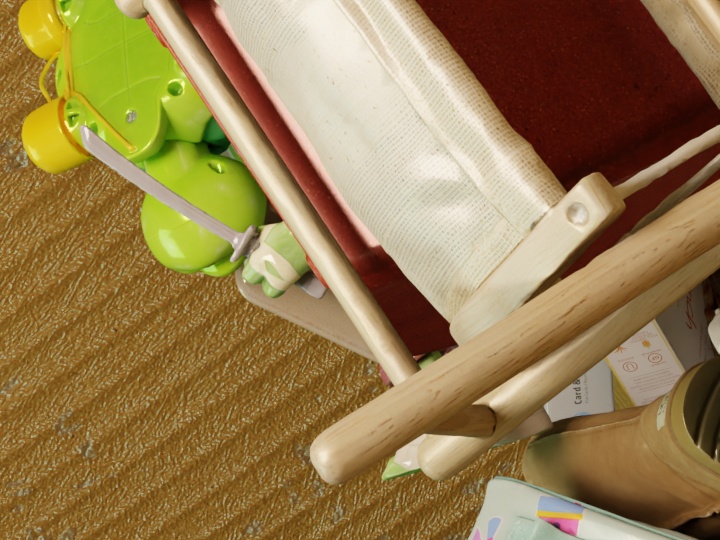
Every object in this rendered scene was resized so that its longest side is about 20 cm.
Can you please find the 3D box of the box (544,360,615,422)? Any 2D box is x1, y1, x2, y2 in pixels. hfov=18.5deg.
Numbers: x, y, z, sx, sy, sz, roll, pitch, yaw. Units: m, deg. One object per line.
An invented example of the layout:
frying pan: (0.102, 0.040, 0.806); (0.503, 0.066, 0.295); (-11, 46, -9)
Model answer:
box: (0.108, -0.017, 1.251); (0.200, 0.041, 0.156); (-98, 1, -62)

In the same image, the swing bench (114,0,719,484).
swing bench: (0.033, -0.075, 0.631); (0.199, 0.200, 0.130); (56, -169, 13)

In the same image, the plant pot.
plant pot: (0.037, -0.079, 0.791); (0.200, 0.176, 0.200); (56, -179, 15)

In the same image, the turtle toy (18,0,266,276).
turtle toy: (-0.098, -0.092, 1.174); (0.101, 0.146, 0.200); (33, -138, -49)

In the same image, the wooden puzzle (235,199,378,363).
wooden puzzle: (0.018, -0.007, 1.299); (0.185, 0.046, 0.200); (26, -159, -11)

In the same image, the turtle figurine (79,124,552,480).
turtle figurine: (0.000, 0.000, 1.026); (0.144, 0.200, 0.194); (67, -174, -85)

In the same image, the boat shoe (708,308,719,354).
boat shoe: (0.192, 0.052, 1.032); (0.071, 0.070, 0.200); (56, 180, 20)

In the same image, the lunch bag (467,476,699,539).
lunch bag: (0.138, 0.163, 0.974); (0.200, 0.077, 0.160); (14, 165, 34)

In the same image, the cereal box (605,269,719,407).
cereal box: (0.153, 0.013, 1.098); (0.200, 0.040, 0.144); (54, -151, -37)

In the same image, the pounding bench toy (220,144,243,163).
pounding bench toy: (0.009, -0.109, 1.266); (0.156, 0.124, 0.200); (-2, -132, -36)

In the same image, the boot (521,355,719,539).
boot: (0.178, 0.105, 0.994); (0.175, 0.066, 0.200); (36, 161, -3)
